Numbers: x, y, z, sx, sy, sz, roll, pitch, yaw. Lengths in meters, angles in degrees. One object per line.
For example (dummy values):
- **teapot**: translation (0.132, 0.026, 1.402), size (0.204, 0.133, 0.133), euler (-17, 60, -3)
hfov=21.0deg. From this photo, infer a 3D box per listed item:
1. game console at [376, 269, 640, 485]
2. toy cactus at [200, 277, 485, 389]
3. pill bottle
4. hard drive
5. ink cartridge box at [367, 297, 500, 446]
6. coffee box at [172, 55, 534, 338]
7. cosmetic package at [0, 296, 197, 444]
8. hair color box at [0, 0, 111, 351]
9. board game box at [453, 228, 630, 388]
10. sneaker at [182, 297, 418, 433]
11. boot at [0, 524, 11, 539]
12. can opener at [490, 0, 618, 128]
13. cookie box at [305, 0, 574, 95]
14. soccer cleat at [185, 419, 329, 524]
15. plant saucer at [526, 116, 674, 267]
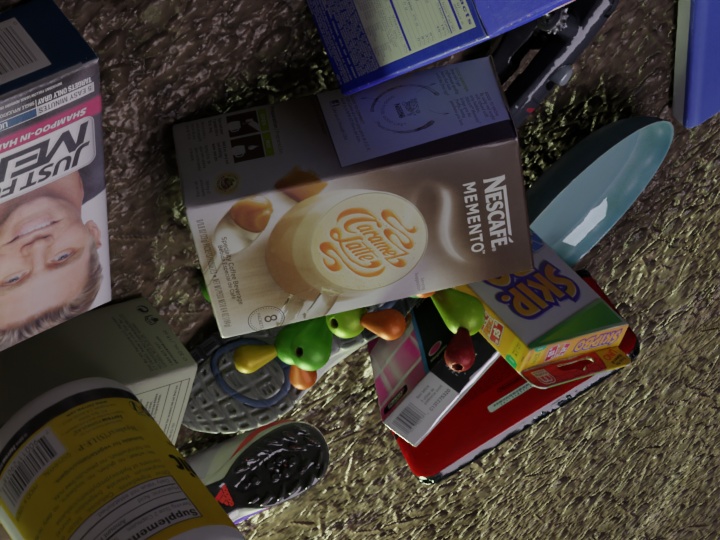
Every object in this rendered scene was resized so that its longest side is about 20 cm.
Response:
- **game console**: translation (0.128, 0.103, 1.550), size (0.200, 0.172, 0.119), euler (-32, 123, 2)
- **toy cactus**: translation (0.000, 0.000, 1.272), size (0.102, 0.199, 0.166), euler (53, 48, -45)
- **pill bottle**: translation (-0.130, 0.166, 1.135), size (0.111, 0.200, 0.112), euler (-28, 146, -21)
- **hard drive**: translation (0.291, -0.205, 1.440), size (0.132, 0.025, 0.200), euler (-32, 149, -15)
- **ink cartridge box**: translation (0.049, 0.042, 1.382), size (0.037, 0.200, 0.095), euler (38, 104, -15)
- **coffee box**: translation (-0.003, -0.044, 1.178), size (0.199, 0.080, 0.115), euler (-13, 135, -1)
- **cosmetic package**: translation (-0.211, 0.095, 1.221), size (0.199, 0.071, 0.105), euler (-15, 140, -37)
- **hair color box**: translation (-0.195, -0.045, 1.069), size (0.100, 0.061, 0.200), euler (-26, 147, -23)
- **board game box**: translation (0.093, 0.001, 1.312), size (0.095, 0.200, 0.030), euler (-12, 139, -39)
- **sneaker**: translation (-0.042, 0.052, 1.358), size (0.199, 0.075, 0.087), euler (-30, 176, 3)
- **boot**: translation (-0.220, 0.168, 1.313), size (0.146, 0.070, 0.200), euler (-49, 132, -18)
- **can opener**: translation (0.102, -0.126, 1.293), size (0.200, 0.063, 0.079), euler (-51, 149, 17)
- **cookie box**: translation (0.083, -0.176, 1.092), size (0.171, 0.075, 0.200), euler (-27, -174, -23)
- **soccer cleat**: translation (-0.119, 0.166, 1.430), size (0.199, 0.068, 0.073), euler (-24, -176, -10)
- **plant saucer**: translation (0.155, -0.045, 1.458), size (0.200, 0.027, 0.200), euler (-39, 162, -15)
